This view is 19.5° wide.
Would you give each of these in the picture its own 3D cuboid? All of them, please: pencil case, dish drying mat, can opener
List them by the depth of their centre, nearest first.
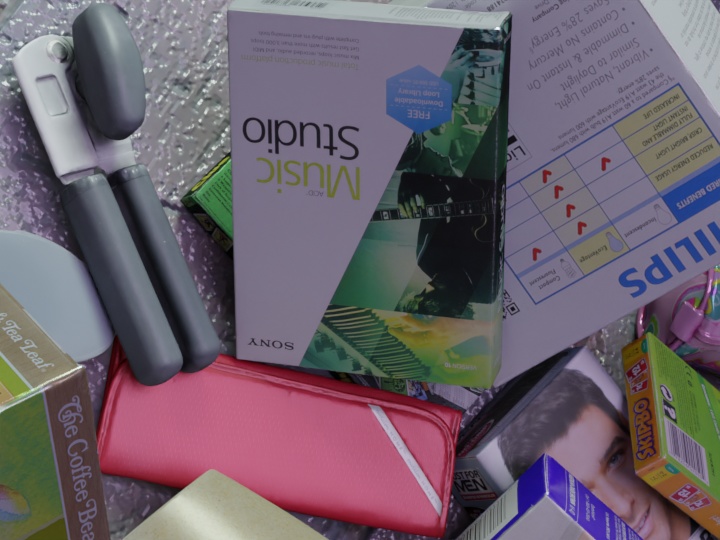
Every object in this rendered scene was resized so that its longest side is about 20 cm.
[{"bbox_3d":[-0.126,-0.039,1.096,0.053,0.066,0.200,-17,85,-39],"label":"can opener"},{"bbox_3d":[-0.043,0.091,1.134,0.200,0.018,0.077,13,78,-16],"label":"dish drying mat"},{"bbox_3d":[0.266,0.043,1.269,0.200,0.087,0.088,21,74,-21],"label":"pencil case"}]

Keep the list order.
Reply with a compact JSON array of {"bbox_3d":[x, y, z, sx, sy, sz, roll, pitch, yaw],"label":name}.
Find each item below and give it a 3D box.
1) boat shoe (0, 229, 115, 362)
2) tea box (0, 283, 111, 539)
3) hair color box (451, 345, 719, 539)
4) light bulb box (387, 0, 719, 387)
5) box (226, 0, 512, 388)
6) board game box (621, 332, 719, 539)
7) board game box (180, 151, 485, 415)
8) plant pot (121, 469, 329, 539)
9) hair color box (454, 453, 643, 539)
[{"bbox_3d":[-0.214,0.024,1.048,0.199,0.068,0.074,-2,71,-50],"label":"boat shoe"},{"bbox_3d":[-0.227,0.120,0.940,0.197,0.134,0.200,-28,137,-26],"label":"tea box"},{"bbox_3d":[0.143,0.152,1.207,0.099,0.061,0.200,-43,101,-24],"label":"hair color box"},{"bbox_3d":[0.104,-0.080,1.130,0.200,0.198,0.125,54,27,-10],"label":"light bulb box"},{"bbox_3d":[0.004,-0.040,1.088,0.036,0.144,0.200,-55,148,-61],"label":"box"},{"bbox_3d":[0.225,0.125,1.224,0.200,0.030,0.096,36,35,-30],"label":"board game box"},{"bbox_3d":[0.000,0.000,1.180,0.105,0.023,0.200,-45,103,-22],"label":"board game box"},{"bbox_3d":[-0.047,0.206,1.058,0.187,0.187,0.200,-39,86,-25],"label":"plant pot"},{"bbox_3d":[0.135,0.209,1.138,0.200,0.065,0.109,42,106,-9],"label":"hair color box"}]
